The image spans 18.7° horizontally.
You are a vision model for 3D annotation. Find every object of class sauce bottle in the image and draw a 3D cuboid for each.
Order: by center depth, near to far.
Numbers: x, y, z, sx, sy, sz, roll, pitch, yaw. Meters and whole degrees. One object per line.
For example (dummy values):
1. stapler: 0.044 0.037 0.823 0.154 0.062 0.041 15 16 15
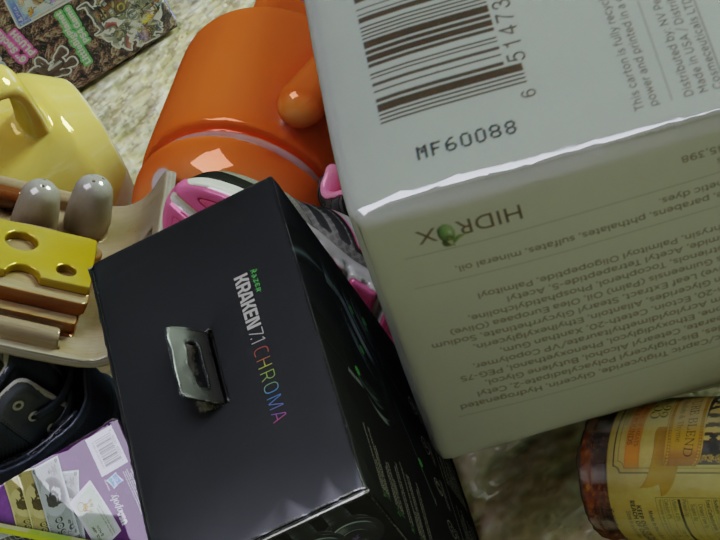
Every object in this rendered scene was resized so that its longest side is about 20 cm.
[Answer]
1. sauce bottle: 0.191 0.082 0.918 0.200 0.066 0.066 -5 46 29

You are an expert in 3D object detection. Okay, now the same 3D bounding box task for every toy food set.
1. toy food set: -0.191 -0.031 1.049 0.200 0.060 0.144 13 31 -9

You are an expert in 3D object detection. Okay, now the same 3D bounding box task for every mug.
1. mug: -0.210 -0.036 1.245 0.153 0.150 0.187 -31 11 -13

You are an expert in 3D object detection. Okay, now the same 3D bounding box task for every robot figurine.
1. robot figurine: -0.057 -0.064 1.195 0.144 0.117 0.200 -8 45 27

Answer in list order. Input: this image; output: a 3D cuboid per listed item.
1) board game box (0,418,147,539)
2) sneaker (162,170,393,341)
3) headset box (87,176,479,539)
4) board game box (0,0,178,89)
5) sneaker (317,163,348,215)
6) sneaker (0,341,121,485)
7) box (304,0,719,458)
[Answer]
1. board game box: -0.118 0.180 0.984 0.120 0.032 0.200 -28 64 1
2. sneaker: 0.000 0.000 1.071 0.200 0.074 0.087 24 36 -3
3. headset box: -0.023 0.086 0.929 0.093 0.200 0.174 -26 49 8
4. board game box: -0.246 -0.179 1.459 0.200 0.097 0.159 -33 38 -1
5. sneaker: 0.064 -0.064 1.134 0.200 0.095 0.079 -34 37 -4
6. sneaker: -0.106 0.065 1.070 0.202 0.146 0.077 -25 37 7
7. box: 0.093 -0.063 0.940 0.200 0.171 0.199 -15 48 4
